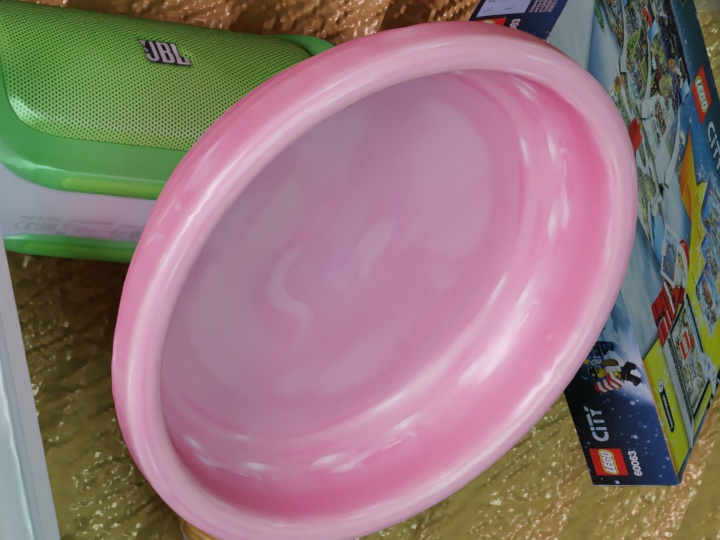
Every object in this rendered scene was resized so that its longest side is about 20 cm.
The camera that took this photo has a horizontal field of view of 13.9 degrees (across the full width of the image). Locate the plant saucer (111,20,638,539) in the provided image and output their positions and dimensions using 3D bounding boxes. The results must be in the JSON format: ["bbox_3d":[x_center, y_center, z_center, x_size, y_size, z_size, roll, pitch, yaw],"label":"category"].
[{"bbox_3d":[0.000,0.000,0.991,0.200,0.051,0.201,-21,134,-24],"label":"plant saucer"}]

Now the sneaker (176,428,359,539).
[{"bbox_3d":[0.002,0.043,1.115,0.200,0.076,0.088,-44,156,-21],"label":"sneaker"}]

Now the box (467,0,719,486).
[{"bbox_3d":[0.098,-0.038,1.108,0.137,0.038,0.200,-61,140,-48],"label":"box"}]

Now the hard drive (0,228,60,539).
[{"bbox_3d":[-0.170,0.028,0.938,0.027,0.132,0.201,-55,141,-62],"label":"hard drive"}]

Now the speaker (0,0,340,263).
[{"bbox_3d":[-0.083,-0.047,1.000,0.200,0.088,0.089,5,107,-35],"label":"speaker"}]
